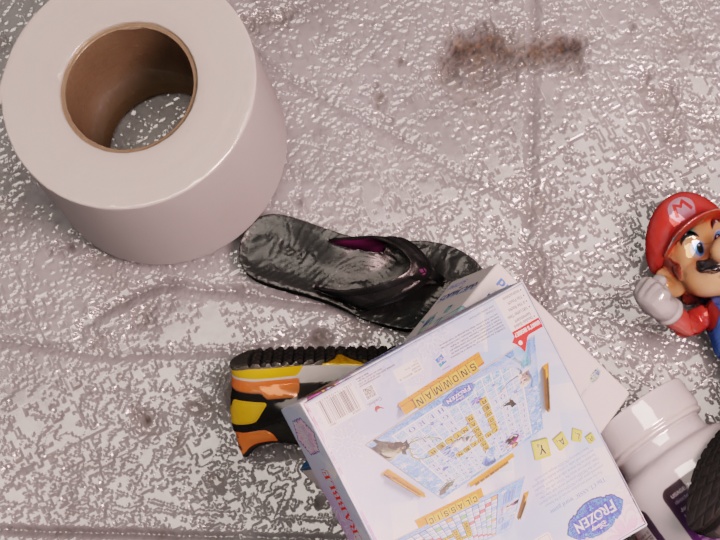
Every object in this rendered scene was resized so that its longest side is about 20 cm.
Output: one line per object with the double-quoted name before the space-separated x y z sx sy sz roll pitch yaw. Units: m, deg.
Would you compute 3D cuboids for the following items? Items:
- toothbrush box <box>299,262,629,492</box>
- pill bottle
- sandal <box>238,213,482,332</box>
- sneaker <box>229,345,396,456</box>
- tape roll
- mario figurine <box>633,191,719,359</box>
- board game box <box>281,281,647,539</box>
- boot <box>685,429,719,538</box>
"toothbrush box" 0.078 0.118 1.578 0.146 0.085 0.200 43 67 -10
"pill bottle" 0.263 0.184 1.596 0.111 0.111 0.200 -34 76 -4
"sandal" -0.001 0.001 1.695 0.200 0.048 0.075 10 76 8
"sneaker" -0.003 0.109 1.668 0.200 0.070 0.090 2 102 -1
"tape roll" -0.166 -0.120 1.685 0.203 0.139 0.203 -3 72 8
"mario figurine" 0.288 0.027 1.631 0.106 0.123 0.200 -36 80 31
"board game box" 0.075 0.139 1.503 0.200 0.041 0.200 -27 91 -26
"boot" 0.323 0.141 1.543 0.132 0.070 0.200 41 57 -9
